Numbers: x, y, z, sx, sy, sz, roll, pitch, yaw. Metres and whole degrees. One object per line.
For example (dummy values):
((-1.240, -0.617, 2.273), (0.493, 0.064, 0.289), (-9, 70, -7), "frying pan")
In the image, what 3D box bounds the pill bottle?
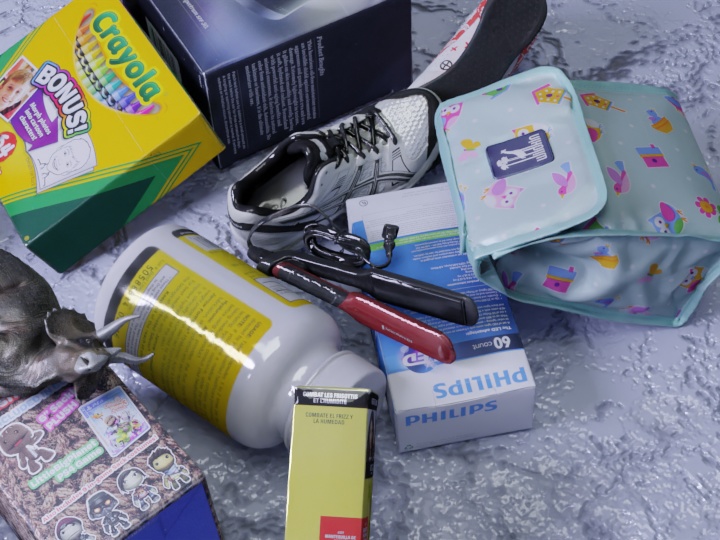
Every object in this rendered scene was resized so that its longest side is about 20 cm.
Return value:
((-0.084, 0.057, 0.895), (0.200, 0.111, 0.111), (30, 59, 24), "pill bottle")

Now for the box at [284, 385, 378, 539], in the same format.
((-0.020, 0.173, 0.772), (0.050, 0.075, 0.201), (3, 82, 4), "box")

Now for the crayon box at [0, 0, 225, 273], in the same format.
((-0.233, -0.125, 1.046), (0.172, 0.058, 0.200), (-38, 57, 1), "crayon box")

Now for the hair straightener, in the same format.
((0.000, 0.000, 0.917), (0.200, 0.041, 0.077), (21, 60, 30), "hair straightener")

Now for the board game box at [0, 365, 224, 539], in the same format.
((-0.184, 0.133, 0.812), (0.097, 0.160, 0.200), (-35, 57, -22), "board game box")

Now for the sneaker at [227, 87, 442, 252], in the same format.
((-0.016, -0.084, 0.989), (0.200, 0.088, 0.076), (-36, 70, -5), "sneaker")

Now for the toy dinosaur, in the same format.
((-0.221, 0.031, 0.760), (0.102, 0.077, 0.200), (-28, 50, -31), "toy dinosaur")

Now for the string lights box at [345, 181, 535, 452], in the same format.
((0.057, 0.029, 0.943), (0.102, 0.059, 0.200), (-10, 52, -4), "string lights box")

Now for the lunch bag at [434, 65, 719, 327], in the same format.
((0.158, -0.058, 0.940), (0.199, 0.122, 0.171), (6, 49, -19), "lunch bag")

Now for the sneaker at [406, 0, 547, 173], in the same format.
((0.086, -0.160, 1.086), (0.067, 0.108, 0.202), (38, 97, -2), "sneaker")

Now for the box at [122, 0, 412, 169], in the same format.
((-0.086, -0.227, 1.110), (0.198, 0.123, 0.200), (-26, 56, -17), "box")
